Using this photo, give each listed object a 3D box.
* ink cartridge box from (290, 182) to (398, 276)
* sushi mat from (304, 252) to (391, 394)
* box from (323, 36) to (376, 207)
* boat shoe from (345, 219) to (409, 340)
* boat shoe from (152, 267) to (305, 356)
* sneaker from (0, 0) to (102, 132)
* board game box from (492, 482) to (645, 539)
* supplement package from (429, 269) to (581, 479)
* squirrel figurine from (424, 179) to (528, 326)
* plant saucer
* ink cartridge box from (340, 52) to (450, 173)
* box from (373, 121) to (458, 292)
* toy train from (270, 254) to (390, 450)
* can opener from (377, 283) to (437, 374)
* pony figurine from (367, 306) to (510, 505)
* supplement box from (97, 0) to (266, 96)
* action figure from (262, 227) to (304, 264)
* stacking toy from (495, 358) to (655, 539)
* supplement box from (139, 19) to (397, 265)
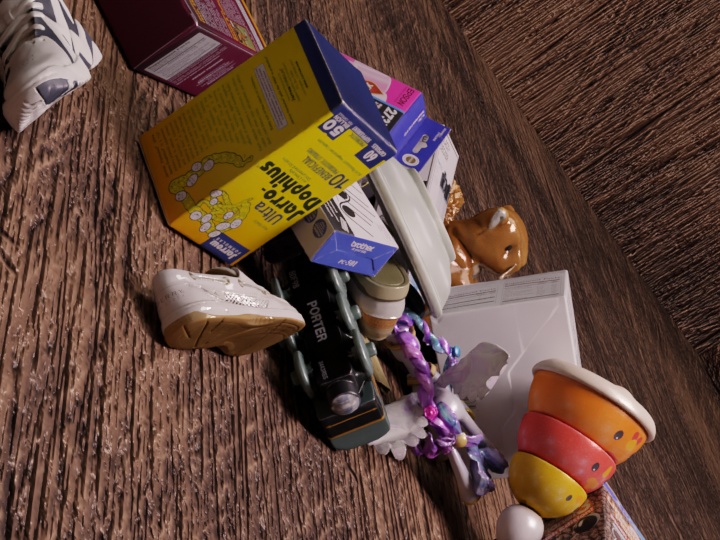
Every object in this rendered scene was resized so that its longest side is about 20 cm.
[{"bbox_3d":[-0.048,-0.086,1.571,0.094,0.044,0.201,14,35,-47],"label":"ink cartridge box"},{"bbox_3d":[-0.021,0.039,1.738,0.096,0.012,0.201,35,28,-56],"label":"sushi mat"},{"bbox_3d":[-0.030,-0.146,1.871,0.162,0.049,0.201,94,-20,-55],"label":"box"},{"bbox_3d":[0.000,0.000,1.646,0.074,0.069,0.200,7,25,-12],"label":"boat shoe"},{"bbox_3d":[-0.111,0.028,1.368,0.070,0.071,0.200,64,17,17],"label":"boat shoe"},{"bbox_3d":[-0.275,-0.193,1.270,0.130,0.079,0.199,52,16,-15],"label":"sneaker"},{"bbox_3d":[0.209,0.326,1.626,0.097,0.159,0.200,55,15,-10],"label":"board game box"},{"bbox_3d":[0.172,0.119,1.805,0.111,0.154,0.202,-62,142,-72],"label":"supplement package"},{"bbox_3d":[0.101,-0.038,1.941,0.201,0.186,0.141,60,15,7],"label":"squirrel figurine"},{"bbox_3d":[0.057,-0.049,1.678,0.200,0.050,0.201,155,-90,-90],"label":"plant saucer"},{"bbox_3d":[0.000,-0.186,1.776,0.199,0.037,0.095,29,45,8],"label":"ink cartridge box"},{"bbox_3d":[0.056,-0.063,1.844,0.117,0.060,0.202,53,49,-70],"label":"box"},{"bbox_3d":[-0.029,0.076,1.525,0.201,0.085,0.114,-110,179,-47],"label":"toy train"},{"bbox_3d":[0.040,0.064,1.765,0.078,0.063,0.201,36,-17,38],"label":"can opener"},{"bbox_3d":[0.081,0.141,1.651,0.201,0.166,0.193,61,-3,-27],"label":"pony figurine"},{"bbox_3d":[-0.182,-0.256,1.668,0.111,0.085,0.200,62,16,14],"label":"supplement box"},{"bbox_3d":[-0.087,-0.069,1.644,0.130,0.069,0.200,48,14,-16],"label":"action figure"},{"bbox_3d":[0.203,0.207,1.658,0.145,0.201,0.146,30,-12,7],"label":"stacking toy"},{"bbox_3d":[-0.086,-0.115,1.477,0.109,0.199,0.110,35,26,-53],"label":"supplement box"}]
